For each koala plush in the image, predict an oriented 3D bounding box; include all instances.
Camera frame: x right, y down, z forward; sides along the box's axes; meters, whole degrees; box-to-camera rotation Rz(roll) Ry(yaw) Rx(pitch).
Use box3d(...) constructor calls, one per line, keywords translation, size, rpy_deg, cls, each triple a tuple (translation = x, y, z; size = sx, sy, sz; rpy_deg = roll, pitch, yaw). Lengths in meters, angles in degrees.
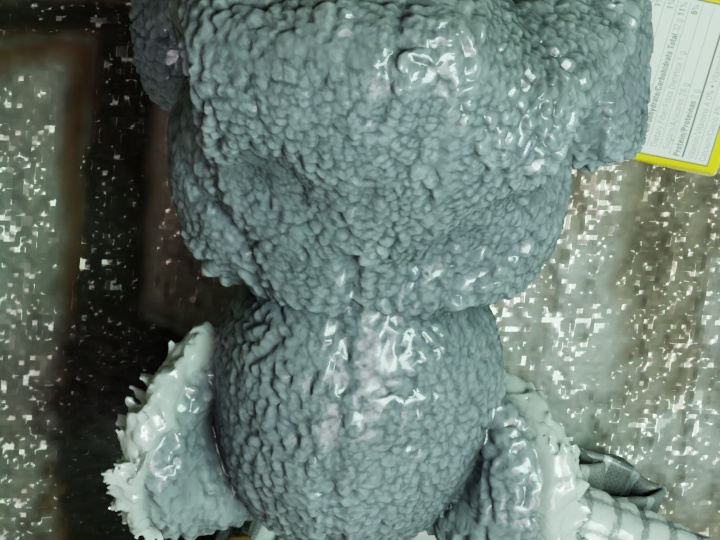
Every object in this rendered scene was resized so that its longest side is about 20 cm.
box3d(translation=(0.000, 0.000, 0.744), size=(0.176, 0.184, 0.201), rpy_deg=(8, 102, 0), cls="koala plush")

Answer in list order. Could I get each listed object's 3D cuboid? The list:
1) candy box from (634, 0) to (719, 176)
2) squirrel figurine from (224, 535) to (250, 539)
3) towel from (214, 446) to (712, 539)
box3d(translation=(0.104, -0.137, 0.826), size=(0.102, 0.026, 0.201), rpy_deg=(11, 108, -14), cls="candy box")
box3d(translation=(0.012, 0.169, 0.796), size=(0.199, 0.141, 0.187), rpy_deg=(-25, 104, -15), cls="squirrel figurine")
box3d(translation=(0.016, 0.143, 0.886), size=(0.165, 0.086, 0.201), rpy_deg=(18, 107, -17), cls="towel")
